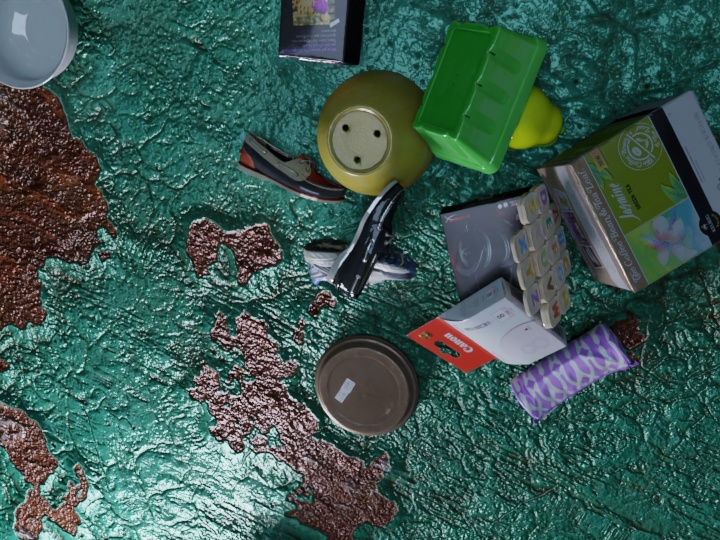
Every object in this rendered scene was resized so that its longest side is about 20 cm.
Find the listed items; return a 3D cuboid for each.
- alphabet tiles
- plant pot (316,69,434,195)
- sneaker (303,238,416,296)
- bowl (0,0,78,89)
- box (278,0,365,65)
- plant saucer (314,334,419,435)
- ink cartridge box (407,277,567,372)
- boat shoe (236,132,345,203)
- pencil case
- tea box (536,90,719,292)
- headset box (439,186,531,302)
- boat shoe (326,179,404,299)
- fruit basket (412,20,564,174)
[{"bbox_3d":[0.276,-0.022,0.950,0.014,0.195,0.202,-7,105,37],"label":"alphabet tiles"},{"bbox_3d":[0.013,-0.205,0.983,0.197,0.142,0.203,4,107,12],"label":"plant pot"},{"bbox_3d":[0.000,0.000,1.089,0.197,0.077,0.086,9,117,18],"label":"sneaker"},{"bbox_3d":[-0.557,-0.414,1.084,0.198,0.090,0.204,4,107,12],"label":"bowl"},{"bbox_3d":[-0.051,-0.416,0.949,0.105,0.122,0.203,9,108,9],"label":"box"},{"bbox_3d":[0.008,0.216,1.163,0.197,0.029,0.203,4,107,13],"label":"plant saucer"},{"bbox_3d":[0.200,0.110,1.019,0.162,0.057,0.199,33,124,-30],"label":"ink cartridge box"},{"bbox_3d":[-0.112,-0.168,1.064,0.198,0.071,0.063,23,107,10],"label":"boat shoe"},{"bbox_3d":[0.341,0.169,1.041,0.199,0.084,0.086,-39,60,21],"label":"pencil case"},{"bbox_3d":[0.394,-0.109,0.900,0.195,0.134,0.201,-31,97,1],"label":"tea box"},{"bbox_3d":[0.222,-0.016,1.023,0.147,0.077,0.202,-11,101,15],"label":"headset box"},{"bbox_3d":[0.021,-0.046,0.992,0.060,0.075,0.201,37,117,12],"label":"boat shoe"},{"bbox_3d":[0.201,-0.246,0.945,0.155,0.214,0.218,29,115,43],"label":"fruit basket"}]
